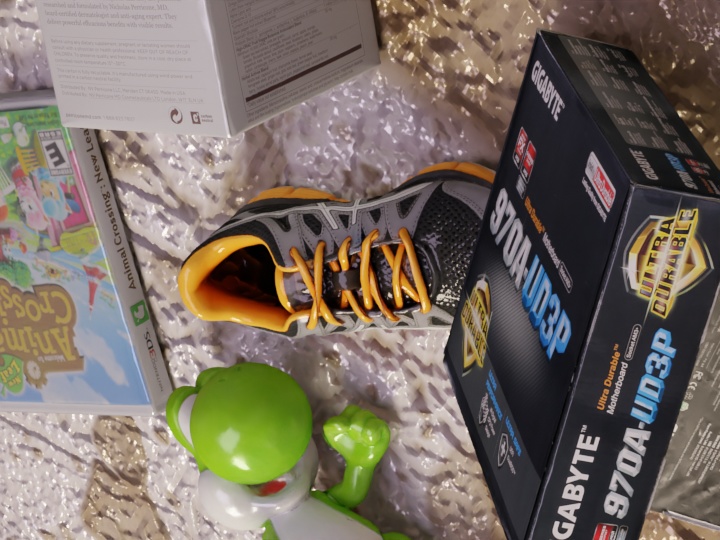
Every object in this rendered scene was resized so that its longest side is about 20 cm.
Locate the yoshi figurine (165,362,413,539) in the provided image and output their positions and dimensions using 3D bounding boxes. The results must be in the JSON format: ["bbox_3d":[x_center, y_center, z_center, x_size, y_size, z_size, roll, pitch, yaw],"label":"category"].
[{"bbox_3d":[-0.026,0.123,1.208,0.200,0.112,0.112,49,122,14],"label":"yoshi figurine"}]

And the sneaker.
[{"bbox_3d":[0.000,0.000,1.135,0.200,0.077,0.078,-6,105,41],"label":"sneaker"}]

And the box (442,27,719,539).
[{"bbox_3d":[0.086,0.009,0.971,0.046,0.200,0.159,11,111,-11],"label":"box"}]

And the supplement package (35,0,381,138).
[{"bbox_3d":[-0.079,-0.173,1.089,0.109,0.114,0.200,6,114,39],"label":"supplement package"}]

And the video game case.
[{"bbox_3d":[-0.200,-0.007,1.348,0.200,0.022,0.182,-1,110,42],"label":"video game case"}]

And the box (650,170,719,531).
[{"bbox_3d":[0.197,0.028,0.942,0.159,0.049,0.200,15,129,-6],"label":"box"}]
